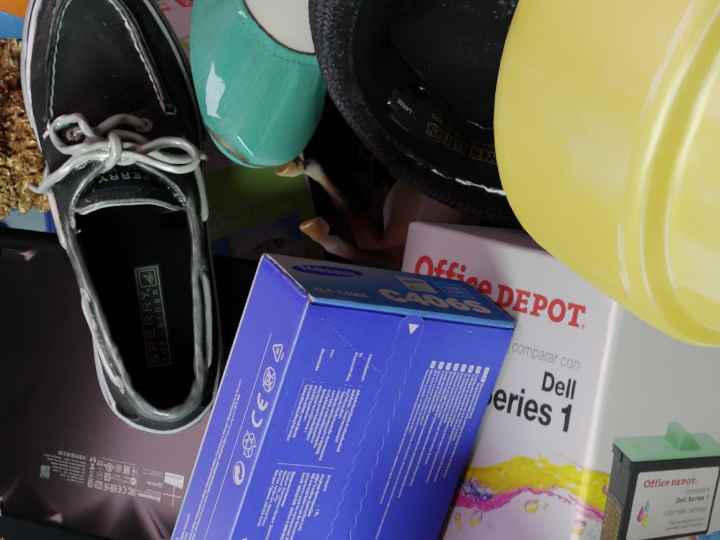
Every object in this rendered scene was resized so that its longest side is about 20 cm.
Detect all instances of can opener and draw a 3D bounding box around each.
[{"bbox_3d":[0.000,0.000,0.998,0.053,0.066,0.200,-47,52,42],"label":"can opener"}]

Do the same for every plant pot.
[{"bbox_3d":[0.174,-0.043,0.643,0.189,0.200,0.201,37,115,35],"label":"plant pot"}]

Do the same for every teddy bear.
[{"bbox_3d":[-0.154,-0.078,1.134,0.067,0.199,0.145,93,173,-52],"label":"teddy bear"}]

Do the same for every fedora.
[{"bbox_3d":[0.083,-0.109,0.837,0.201,0.200,0.092,-48,13,40],"label":"fedora"}]

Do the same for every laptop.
[{"bbox_3d":[-0.072,0.091,0.953,0.187,0.116,0.201,7,92,34],"label":"laptop"}]

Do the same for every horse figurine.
[{"bbox_3d":[0.019,-0.038,0.934,0.050,0.133,0.200,-20,45,33],"label":"horse figurine"}]

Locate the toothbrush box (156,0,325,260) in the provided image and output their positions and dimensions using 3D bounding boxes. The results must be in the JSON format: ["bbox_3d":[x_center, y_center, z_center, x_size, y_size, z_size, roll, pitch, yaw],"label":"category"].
[{"bbox_3d":[-0.077,-0.016,1.000,0.146,0.086,0.200,-137,31,-61],"label":"toothbrush box"}]

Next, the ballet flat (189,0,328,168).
[{"bbox_3d":[-0.026,-0.135,0.891,0.070,0.067,0.200,-43,29,44],"label":"ballet flat"}]

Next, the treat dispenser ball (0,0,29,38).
[{"bbox_3d":[-0.186,-0.223,1.126,0.201,0.200,0.202,-16,70,54],"label":"treat dispenser ball"}]

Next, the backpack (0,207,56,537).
[{"bbox_3d":[-0.193,0.037,1.199,0.183,0.147,0.201,-29,57,47],"label":"backpack"}]

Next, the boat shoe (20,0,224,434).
[{"bbox_3d":[-0.095,-0.034,0.848,0.068,0.073,0.200,120,144,-80],"label":"boat shoe"}]

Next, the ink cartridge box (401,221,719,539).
[{"bbox_3d":[0.072,0.088,0.847,0.145,0.084,0.201,15,96,56],"label":"ink cartridge box"}]

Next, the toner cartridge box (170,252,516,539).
[{"bbox_3d":[-0.019,0.097,0.821,0.043,0.095,0.200,41,117,52],"label":"toner cartridge box"}]
